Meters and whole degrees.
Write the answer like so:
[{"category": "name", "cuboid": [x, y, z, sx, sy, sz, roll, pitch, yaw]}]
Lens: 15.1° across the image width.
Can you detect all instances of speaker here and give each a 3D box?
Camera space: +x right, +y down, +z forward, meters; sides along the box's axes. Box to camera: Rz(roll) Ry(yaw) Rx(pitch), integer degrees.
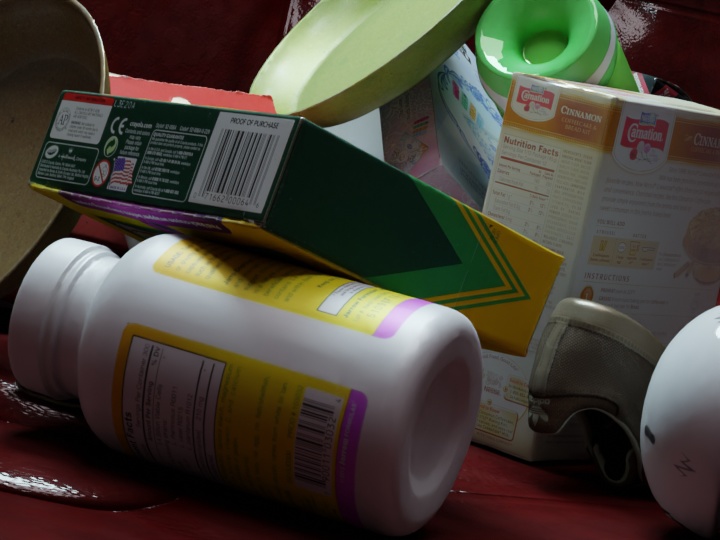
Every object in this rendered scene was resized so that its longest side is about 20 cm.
[{"category": "speaker", "cuboid": [0.130, -0.086, 1.612, 0.088, 0.088, 0.200, 16, -23, 29]}]

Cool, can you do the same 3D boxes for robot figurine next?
[{"category": "robot figurine", "cuboid": [0.235, 0.088, 1.320, 0.200, 0.125, 0.150, 14, -17, 11]}]

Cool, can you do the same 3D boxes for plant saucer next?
[{"category": "plant saucer", "cuboid": [-0.197, -0.053, 1.447, 0.035, 0.200, 0.200, 34, -9, -41]}, {"category": "plant saucer", "cuboid": [0.020, -0.147, 1.630, 0.031, 0.200, 0.200, 51, -8, -20]}]

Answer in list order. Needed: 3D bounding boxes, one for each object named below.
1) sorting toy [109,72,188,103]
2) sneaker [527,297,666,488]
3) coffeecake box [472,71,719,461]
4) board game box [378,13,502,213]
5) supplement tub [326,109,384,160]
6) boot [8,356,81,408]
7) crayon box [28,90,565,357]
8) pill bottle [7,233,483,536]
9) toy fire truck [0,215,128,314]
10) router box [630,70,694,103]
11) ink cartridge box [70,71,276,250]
[{"category": "sorting toy", "cuboid": [-0.138, -0.093, 1.659, 0.185, 0.036, 0.200, 12, 7, -7]}, {"category": "sneaker", "cuboid": [0.156, 0.087, 1.448, 0.200, 0.076, 0.070, 34, -14, -35]}, {"category": "coffeecake box", "cuboid": [0.132, 0.000, 1.508, 0.073, 0.200, 0.153, 18, 8, 38]}, {"category": "board game box", "cuboid": [0.083, -0.045, 1.682, 0.200, 0.043, 0.199, 48, 20, -30]}, {"category": "supplement tub", "cuboid": [0.033, -0.046, 1.837, 0.145, 0.145, 0.200, 18, -6, 39]}, {"category": "boot", "cuboid": [-0.076, 0.055, 1.314, 0.200, 0.074, 0.075, 11, 24, 22]}, {"category": "crayon box", "cuboid": [-0.033, -0.024, 1.302, 0.173, 0.058, 0.200, 25, -9, -38]}, {"category": "pill bottle", "cuboid": [-0.054, 0.044, 1.217, 0.200, 0.104, 0.104, 16, 8, 22]}, {"category": "toy fire truck", "cuboid": [-0.163, -0.018, 1.584, 0.200, 0.112, 0.168, 12, -12, -11]}, {"category": "router box", "cuboid": [0.132, -0.055, 1.940, 0.150, 0.200, 0.062, 18, -6, 39]}, {"category": "ink cartridge box", "cuboid": [-0.060, -0.025, 1.481, 0.050, 0.200, 0.161, -32, -24, 36]}]
